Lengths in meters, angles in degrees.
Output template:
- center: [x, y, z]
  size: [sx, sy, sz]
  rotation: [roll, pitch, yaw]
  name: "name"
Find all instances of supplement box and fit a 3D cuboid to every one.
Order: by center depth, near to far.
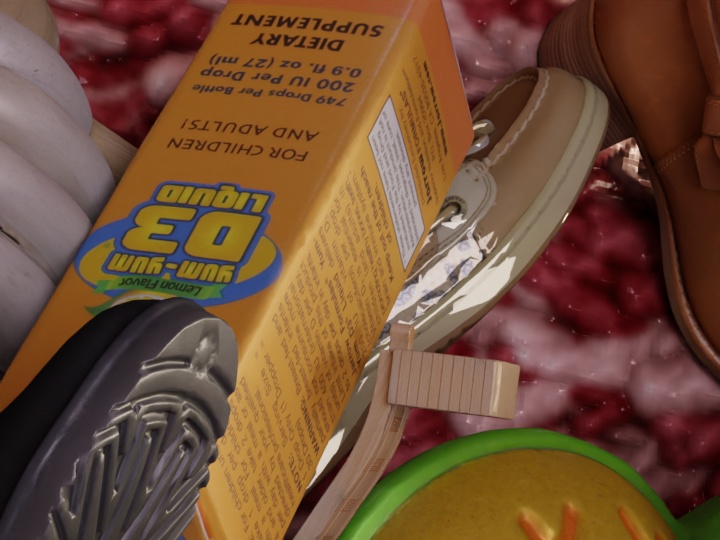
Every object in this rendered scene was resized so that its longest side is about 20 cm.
- center: [-0.032, 0.000, 0.826]
  size: [0.069, 0.066, 0.201]
  rotation: [74, 30, -43]
  name: "supplement box"

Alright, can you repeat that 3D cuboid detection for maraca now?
- center: [0.059, 0.118, 0.907]
  size: [0.199, 0.107, 0.138]
  rotation: [10, 95, -39]
  name: "maraca"

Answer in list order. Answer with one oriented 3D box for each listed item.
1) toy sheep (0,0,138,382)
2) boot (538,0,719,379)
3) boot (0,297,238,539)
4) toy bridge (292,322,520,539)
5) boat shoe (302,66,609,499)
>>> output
- center: [-0.130, -0.004, 0.833]
  size: [0.137, 0.138, 0.201]
  rotation: [25, 55, -17]
  name: "toy sheep"
- center: [0.148, -0.023, 0.933]
  size: [0.200, 0.155, 0.074]
  rotation: [47, 68, -10]
  name: "boot"
- center: [-0.147, 0.042, 0.742]
  size: [0.199, 0.066, 0.165]
  rotation: [29, 91, 26]
  name: "boot"
- center: [0.000, 0.115, 0.821]
  size: [0.067, 0.027, 0.201]
  rotation: [5, 86, 19]
  name: "toy bridge"
- center: [0.000, 0.000, 0.914]
  size: [0.063, 0.073, 0.200]
  rotation: [47, 69, -13]
  name: "boat shoe"
